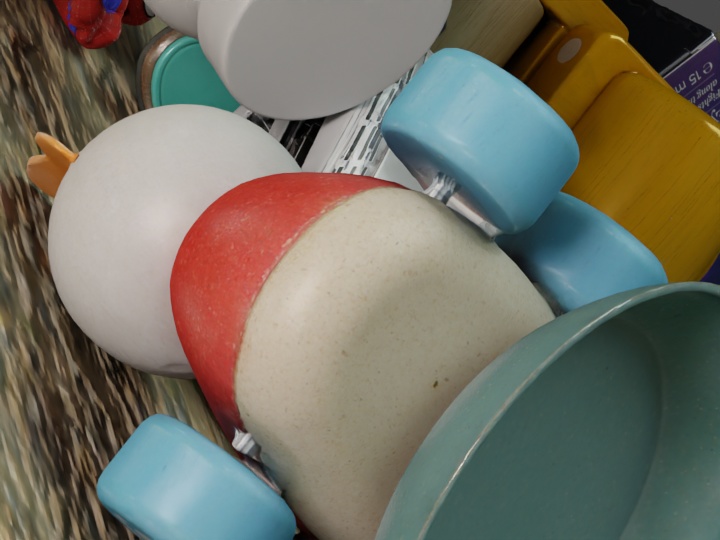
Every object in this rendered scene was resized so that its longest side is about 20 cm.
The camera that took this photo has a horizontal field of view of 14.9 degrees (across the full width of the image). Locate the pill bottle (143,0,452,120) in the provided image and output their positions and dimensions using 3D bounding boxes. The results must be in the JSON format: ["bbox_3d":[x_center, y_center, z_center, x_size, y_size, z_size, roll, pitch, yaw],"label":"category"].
[{"bbox_3d":[-0.050,-0.159,1.060,0.116,0.116,0.200,41,16,-55],"label":"pill bottle"}]

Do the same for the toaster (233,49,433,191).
[{"bbox_3d":[0.000,0.000,1.093,0.129,0.114,0.200,50,38,-21],"label":"toaster"}]

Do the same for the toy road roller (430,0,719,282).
[{"bbox_3d":[0.091,-0.060,1.235,0.200,0.123,0.146,42,-7,-29],"label":"toy road roller"}]

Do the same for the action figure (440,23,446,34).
[{"bbox_3d":[-0.036,-0.187,1.207,0.200,0.194,0.105,20,-25,28],"label":"action figure"}]

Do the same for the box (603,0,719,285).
[{"bbox_3d":[0.138,-0.030,1.510,0.104,0.148,0.200,34,-23,50],"label":"box"}]

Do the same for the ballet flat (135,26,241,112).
[{"bbox_3d":[-0.036,-0.046,1.204,0.200,0.068,0.068,44,4,-35],"label":"ballet flat"}]

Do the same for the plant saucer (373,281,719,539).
[{"bbox_3d":[0.062,0.087,0.920,0.036,0.200,0.200,31,-5,34],"label":"plant saucer"}]

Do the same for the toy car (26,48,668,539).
[{"bbox_3d":[-0.035,0.009,0.953,0.200,0.184,0.177,31,-11,38],"label":"toy car"}]

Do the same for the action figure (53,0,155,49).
[{"bbox_3d":[-0.128,-0.133,1.093,0.065,0.052,0.200,61,10,21],"label":"action figure"}]
